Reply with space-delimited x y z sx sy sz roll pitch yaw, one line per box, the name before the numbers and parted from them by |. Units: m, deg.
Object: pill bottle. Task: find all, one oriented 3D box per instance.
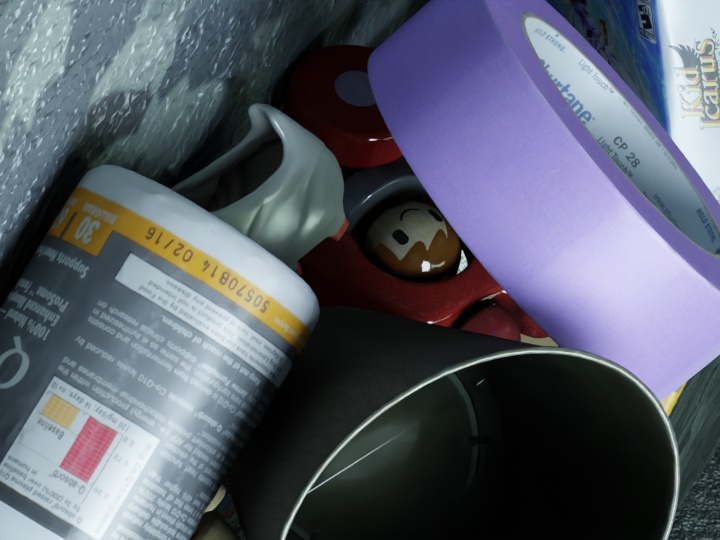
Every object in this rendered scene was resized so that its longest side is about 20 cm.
pill bottle | -0.111 0.068 1.004 0.201 0.116 0.116 -59 165 -8

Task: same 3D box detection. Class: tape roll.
tape roll | 0.092 -0.040 1.085 0.066 0.200 0.200 -40 170 15

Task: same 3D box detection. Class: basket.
basket | 0.018 0.087 1.055 0.180 0.137 0.200 -31 -163 -10

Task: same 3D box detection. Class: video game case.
video game case | 0.147 -0.105 1.321 0.200 0.045 0.182 -126 -158 -63

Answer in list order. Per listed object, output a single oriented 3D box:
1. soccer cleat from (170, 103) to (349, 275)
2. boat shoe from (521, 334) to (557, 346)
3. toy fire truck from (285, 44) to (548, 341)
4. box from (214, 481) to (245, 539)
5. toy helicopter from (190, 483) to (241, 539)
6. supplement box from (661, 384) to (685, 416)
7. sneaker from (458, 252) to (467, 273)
soccer cleat | -0.087 0.012 1.107 0.200 0.069 0.078 -50 133 -11
boat shoe | 0.052 0.045 1.276 0.199 0.071 0.065 -18 157 -48
toy fire truck | 0.050 -0.031 1.216 0.199 0.168 0.112 -25 148 -31
box | -0.081 0.167 1.315 0.200 0.039 0.137 -51 -165 -33
toy helicopter | -0.106 0.137 1.107 0.132 0.079 0.200 -45 -170 -19
supplement box | 0.102 0.008 1.416 0.109 0.199 0.110 -65 173 16
sneaker | 0.000 0.001 1.299 0.201 0.067 0.108 -46 164 -2
